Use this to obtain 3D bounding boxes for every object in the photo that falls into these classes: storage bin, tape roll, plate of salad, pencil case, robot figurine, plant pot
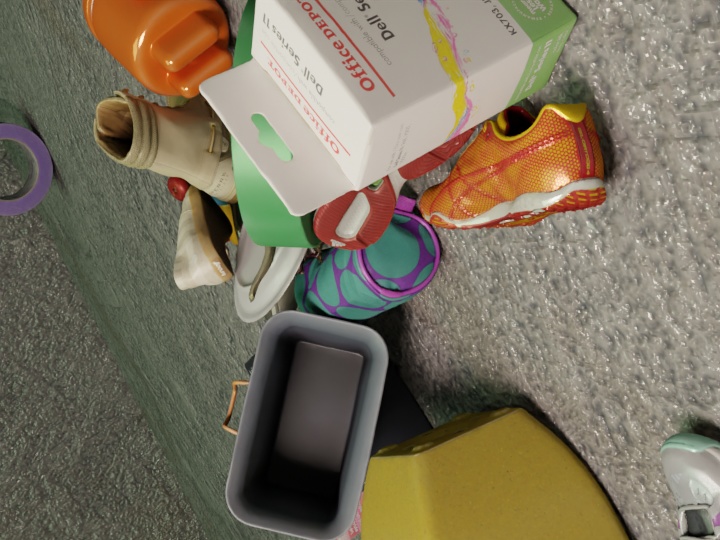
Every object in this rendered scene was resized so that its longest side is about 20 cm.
[{"bbox_3d":[-0.058,0.149,0.955,0.134,0.144,0.203,86,-164,-83],"label":"storage bin"},{"bbox_3d":[-0.790,-0.226,2.128,0.085,0.199,0.202,18,134,57],"label":"tape roll"},{"bbox_3d":[-0.072,-0.043,0.939,0.048,0.202,0.199,21,171,-24],"label":"plate of salad"},{"bbox_3d":[-0.055,-0.120,0.765,0.200,0.047,0.203,2,-90,-83],"label":"tape roll"},{"bbox_3d":[0.000,0.000,0.905,0.084,0.094,0.200,18,163,-17],"label":"pencil case"},{"bbox_3d":[-0.214,-0.259,1.002,0.200,0.143,0.117,44,117,33],"label":"robot figurine"},{"bbox_3d":[0.107,0.234,0.847,0.194,0.194,0.202,-29,80,67],"label":"plant pot"}]

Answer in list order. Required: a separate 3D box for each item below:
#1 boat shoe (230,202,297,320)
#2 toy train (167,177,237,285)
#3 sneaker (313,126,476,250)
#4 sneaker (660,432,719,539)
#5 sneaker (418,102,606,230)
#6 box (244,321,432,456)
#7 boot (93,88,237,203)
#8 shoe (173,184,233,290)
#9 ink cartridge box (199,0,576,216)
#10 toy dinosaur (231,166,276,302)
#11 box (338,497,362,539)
[{"bbox_3d":[-0.109,-0.020,1.106,0.060,0.072,0.204,12,131,19],"label":"boat shoe"},{"bbox_3d":[-0.153,-0.048,1.186,0.115,0.085,0.202,21,137,37],"label":"toy train"},{"bbox_3d":[0.021,-0.119,0.732,0.200,0.078,0.116,-46,32,36],"label":"sneaker"},{"bbox_3d":[0.229,0.217,0.615,0.201,0.139,0.078,55,157,9],"label":"sneaker"},{"bbox_3d":[0.102,-0.069,0.660,0.199,0.072,0.078,-13,82,64],"label":"sneaker"},{"bbox_3d":[-0.030,0.151,1.123,0.201,0.104,0.182,57,156,5],"label":"box"},{"bbox_3d":[-0.214,-0.162,1.034,0.073,0.154,0.201,-50,47,26],"label":"boot"},{"bbox_3d":[-0.173,-0.038,1.022,0.070,0.053,0.200,54,-174,-26],"label":"shoe"},{"bbox_3d":[0.014,-0.130,0.570,0.118,0.199,0.068,52,156,16],"label":"ink cartridge box"},{"bbox_3d":[-0.089,-0.071,0.865,0.201,0.047,0.089,-95,6,-51],"label":"toy dinosaur"},{"bbox_3d":[-0.047,0.245,1.280,0.102,0.094,0.202,9,126,61],"label":"box"}]
